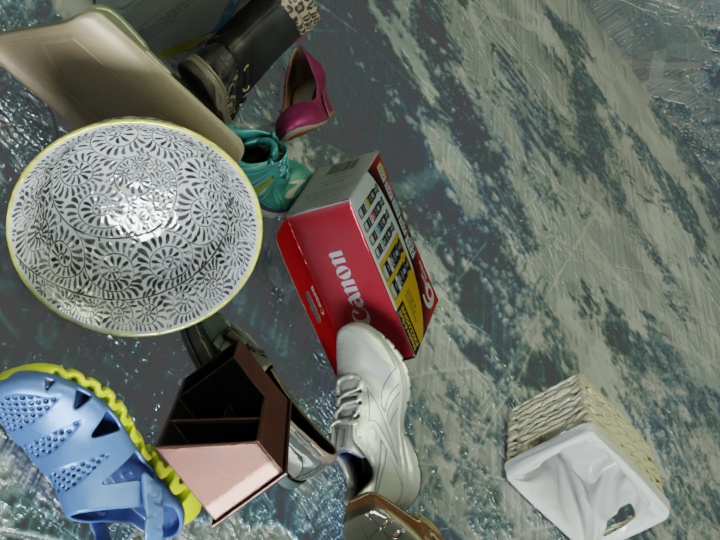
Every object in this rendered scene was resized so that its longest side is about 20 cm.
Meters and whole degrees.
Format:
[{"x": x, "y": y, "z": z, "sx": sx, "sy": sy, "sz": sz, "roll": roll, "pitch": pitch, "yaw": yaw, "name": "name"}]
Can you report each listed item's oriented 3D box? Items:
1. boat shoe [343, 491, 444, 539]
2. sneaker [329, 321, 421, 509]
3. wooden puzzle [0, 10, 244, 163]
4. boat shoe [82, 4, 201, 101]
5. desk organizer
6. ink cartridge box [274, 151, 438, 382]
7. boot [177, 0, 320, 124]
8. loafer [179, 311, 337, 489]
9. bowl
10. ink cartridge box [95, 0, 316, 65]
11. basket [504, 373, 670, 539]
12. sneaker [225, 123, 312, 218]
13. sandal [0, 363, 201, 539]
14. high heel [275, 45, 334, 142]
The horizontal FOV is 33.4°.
[{"x": 0.049, "y": 0.283, "z": 1.199, "sx": 0.200, "sy": 0.075, "sz": 0.074, "roll": 53, "pitch": 22, "yaw": -32, "name": "boat shoe"}, {"x": 0.007, "y": 0.150, "z": 1.226, "sx": 0.087, "sy": 0.074, "sz": 0.201, "roll": 0, "pitch": 74, "yaw": -50, "name": "sneaker"}, {"x": -0.212, "y": -0.156, "z": 1.049, "sx": 0.185, "sy": 0.200, "sz": 0.037, "roll": 42, "pitch": 67, "yaw": -32, "name": "wooden puzzle"}, {"x": -0.216, "y": -0.163, "z": 1.178, "sx": 0.199, "sy": 0.066, "sz": 0.075, "roll": 48, "pitch": 43, "yaw": -11, "name": "boat shoe"}, {"x": -0.109, "y": 0.127, "z": 0.994, "sx": 0.077, "sy": 0.072, "sz": 0.200, "roll": 53, "pitch": 4, "yaw": -9, "name": "desk organizer"}, {"x": 0.000, "y": 0.000, "z": 1.317, "sx": 0.200, "sy": 0.084, "sz": 0.176, "roll": 66, "pitch": 25, "yaw": -22, "name": "ink cartridge box"}, {"x": -0.116, "y": -0.228, "z": 1.250, "sx": 0.073, "sy": 0.151, "sz": 0.200, "roll": 45, "pitch": -4, "yaw": 1, "name": "boot"}, {"x": -0.092, "y": 0.109, "z": 1.128, "sx": 0.200, "sy": 0.063, "sz": 0.072, "roll": 57, "pitch": 27, "yaw": -6, "name": "loafer"}, {"x": -0.186, "y": -0.053, "z": 0.994, "sx": 0.201, "sy": 0.201, "sz": 0.094, "roll": 43, "pitch": 16, "yaw": -30, "name": "bowl"}, {"x": -0.177, "y": -0.320, "z": 1.308, "sx": 0.200, "sy": 0.144, "sz": 0.146, "roll": 17, "pitch": 50, "yaw": -52, "name": "ink cartridge box"}, {"x": 0.293, "y": 0.251, "z": 1.569, "sx": 0.200, "sy": 0.135, "sz": 0.124, "roll": 45, "pitch": 27, "yaw": -27, "name": "basket"}, {"x": -0.107, "y": -0.110, "z": 1.295, "sx": 0.200, "sy": 0.080, "sz": 0.078, "roll": 12, "pitch": 54, "yaw": -58, "name": "sneaker"}, {"x": -0.200, "y": 0.150, "z": 0.897, "sx": 0.200, "sy": 0.079, "sz": 0.087, "roll": 46, "pitch": 35, "yaw": -23, "name": "sandal"}, {"x": -0.077, "y": -0.217, "z": 1.451, "sx": 0.096, "sy": 0.067, "sz": 0.200, "roll": 65, "pitch": 21, "yaw": -11, "name": "high heel"}]
